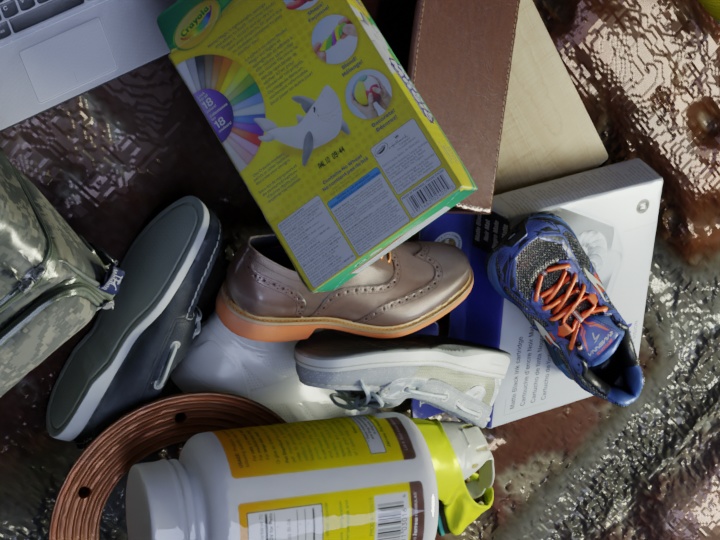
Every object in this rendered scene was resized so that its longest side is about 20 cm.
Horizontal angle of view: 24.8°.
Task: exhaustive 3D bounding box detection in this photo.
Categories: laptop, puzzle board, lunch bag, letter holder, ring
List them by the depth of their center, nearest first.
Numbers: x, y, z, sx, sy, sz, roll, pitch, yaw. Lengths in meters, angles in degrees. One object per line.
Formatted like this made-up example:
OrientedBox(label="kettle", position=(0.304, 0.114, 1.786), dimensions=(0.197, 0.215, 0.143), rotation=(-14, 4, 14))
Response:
OrientedBox(label="laptop", position=(-0.177, -0.177, 0.969), dimensions=(0.186, 0.116, 0.202), rotation=(-26, 124, -13))
OrientedBox(label="lunch bag", position=(-0.264, 0.020, 1.019), dimensions=(0.199, 0.140, 0.168), rotation=(-40, 145, -2))
OrientedBox(label="letter holder", position=(0.016, -0.147, 1.041), dimensions=(0.141, 0.100, 0.203), rotation=(10, 87, -42))
OrientedBox(label="ring", position=(-0.124, 0.177, 1.158), dimensions=(0.198, 0.019, 0.203), rotation=(-7, 111, -19))
OrientedBox(label="puzzle board", position=(0.087, -0.112, 1.206), dimensions=(0.150, 0.017, 0.201), rotation=(-37, 126, -5))

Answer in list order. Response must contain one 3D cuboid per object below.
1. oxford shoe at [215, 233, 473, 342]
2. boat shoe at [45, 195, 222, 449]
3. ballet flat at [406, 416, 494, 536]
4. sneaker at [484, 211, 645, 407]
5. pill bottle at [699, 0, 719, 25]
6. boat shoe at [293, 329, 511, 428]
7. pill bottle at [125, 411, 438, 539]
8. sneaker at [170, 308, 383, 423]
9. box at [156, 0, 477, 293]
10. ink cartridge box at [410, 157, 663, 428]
OrientedBox(label="oxford shoe", position=(0.000, 0.000, 1.126), dimensions=(0.198, 0.072, 0.073), rotation=(-9, 136, -31))
OrientedBox(label="boat shoe", position=(-0.145, 0.039, 1.129), dimensions=(0.060, 0.076, 0.201), rotation=(23, 115, -34))
OrientedBox(label="ballet flat", position=(0.070, 0.151, 1.269), dimensions=(0.066, 0.067, 0.200), rotation=(-25, 152, -1))
OrientedBox(label="sneaker", position=(0.162, 0.030, 1.213), dimensions=(0.075, 0.078, 0.200), rotation=(-43, 131, 0))
OrientedBox(label="pill bottle", position=(0.263, -0.251, 1.159), dimensions=(0.110, 0.109, 0.199), rotation=(-50, 126, 4))
OrientedBox(label="boat shoe", position=(0.032, 0.080, 1.175), dimensions=(0.201, 0.074, 0.066), rotation=(6, 95, -48))
OrientedBox(label="pill bottle", position=(-0.054, 0.159, 1.107), dimensions=(0.197, 0.109, 0.111), rotation=(-4, 117, -21))
OrientedBox(label="sneaker", position=(-0.029, 0.068, 1.201), dimensions=(0.199, 0.074, 0.116), rotation=(25, 104, -34))
OrientedBox(label="box", position=(-0.031, -0.101, 0.988), dimensions=(0.117, 0.201, 0.048), rotation=(-33, 172, 15))
OrientedBox(label="ink cartridge box", position=(0.137, 0.025, 1.275), dimensions=(0.198, 0.041, 0.202), rotation=(-15, 126, -22))
